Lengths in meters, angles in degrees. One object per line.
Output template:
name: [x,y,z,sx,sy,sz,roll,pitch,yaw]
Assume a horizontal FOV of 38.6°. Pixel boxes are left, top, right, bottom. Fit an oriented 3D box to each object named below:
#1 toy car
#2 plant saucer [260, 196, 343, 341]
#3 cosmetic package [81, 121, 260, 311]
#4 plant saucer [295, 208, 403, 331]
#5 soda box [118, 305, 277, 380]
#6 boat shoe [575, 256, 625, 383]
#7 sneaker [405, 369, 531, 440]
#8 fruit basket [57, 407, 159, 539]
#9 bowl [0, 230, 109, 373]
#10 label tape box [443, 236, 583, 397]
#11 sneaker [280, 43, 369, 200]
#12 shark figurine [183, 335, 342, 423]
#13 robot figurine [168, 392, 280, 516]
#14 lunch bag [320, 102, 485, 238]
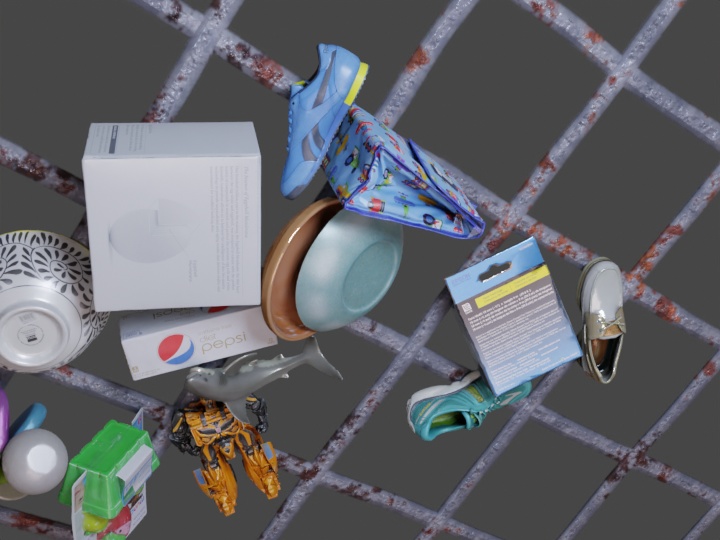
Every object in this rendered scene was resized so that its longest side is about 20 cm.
toy car: [-0.485,0.227,1.334,0.200,0.175,0.150,-5,78,-34]
plant saucer: [-0.064,-0.006,1.333,0.200,0.037,0.200,-38,143,-36]
cosmetic package: [-0.223,-0.067,1.242,0.200,0.123,0.200,-1,118,-9]
plant saucer: [0.000,0.000,1.346,0.201,0.039,0.201,-35,142,-33]
soda box: [-0.216,0.080,1.372,0.200,0.064,0.068,-14,122,-8]
boat shoe: [0.367,0.077,1.540,0.075,0.068,0.200,-12,121,-10]
sneaker: [0.169,0.207,1.550,0.200,0.080,0.078,-20,122,-6]
fruit basket: [-0.336,0.318,1.413,0.094,0.185,0.200,9,118,18]
bowl: [-0.410,0.059,1.285,0.200,0.094,0.201,-8,121,-13]
label tape box: [0.214,0.060,1.482,0.144,0.063,0.200,-25,107,-1]
sneaker: [-0.065,-0.185,1.270,0.078,0.066,0.200,23,110,-14]
shark figurine: [-0.144,0.160,1.409,0.214,0.090,0.128,-11,167,-26]
robot figurine: [-0.189,0.256,1.483,0.145,0.058,0.200,-21,123,-5]
lunch bag: [0.064,-0.107,1.296,0.200,0.151,0.094,23,110,-27]
